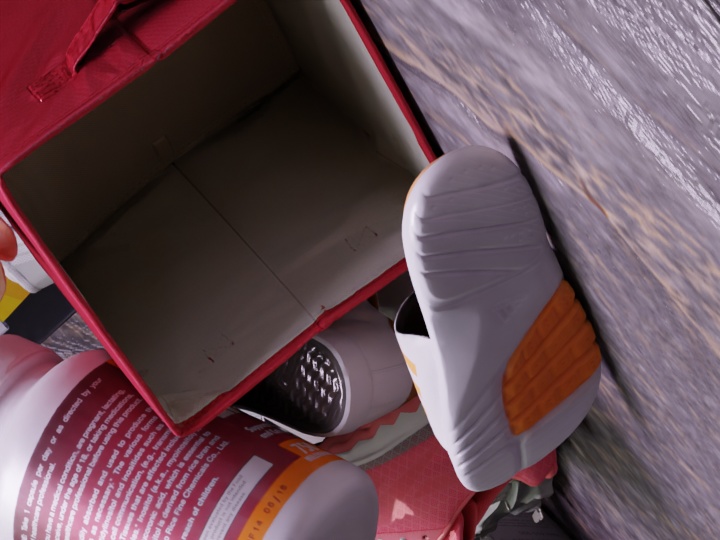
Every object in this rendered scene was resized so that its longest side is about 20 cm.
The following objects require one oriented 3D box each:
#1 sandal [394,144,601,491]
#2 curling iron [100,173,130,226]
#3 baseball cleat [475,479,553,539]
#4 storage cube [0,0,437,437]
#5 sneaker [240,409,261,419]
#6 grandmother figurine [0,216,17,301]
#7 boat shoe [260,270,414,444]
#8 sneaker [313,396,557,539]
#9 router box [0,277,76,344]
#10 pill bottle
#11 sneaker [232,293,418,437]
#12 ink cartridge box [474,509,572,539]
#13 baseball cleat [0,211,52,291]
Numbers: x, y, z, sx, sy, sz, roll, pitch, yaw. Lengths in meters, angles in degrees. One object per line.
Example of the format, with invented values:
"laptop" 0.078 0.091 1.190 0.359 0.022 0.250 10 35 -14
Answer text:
"sandal" 0.050 0.009 1.266 0.059 0.079 0.207 48 162 40
"curling iron" -0.120 -0.099 1.465 0.049 0.201 0.026 25 -158 23
"baseball cleat" 0.062 0.085 1.594 0.107 0.069 0.200 62 167 12
"storage cube" -0.089 -0.071 1.354 0.180 0.171 0.200 45 170 52
"sneaker" -0.023 0.041 1.663 0.071 0.099 0.201 7 118 63
"grandmother figurine" -0.200 -0.027 1.400 0.200 0.060 0.122 -132 35 -72
"boat shoe" 0.000 0.000 1.512 0.074 0.093 0.200 27 138 3
"sneaker" 0.013 0.114 1.480 0.087 0.200 0.074 59 -154 7
"router box" -0.204 -0.047 1.758 0.149 0.200 0.051 52 167 -20
"pill bottle" -0.100 0.106 1.395 0.199 0.113 0.113 24 161 21
"sneaker" -0.044 0.031 1.449 0.200 0.084 0.073 24 118 43
"ink cartridge box" 0.080 0.211 1.659 0.146 0.083 0.200 6 -157 -33
"baseball cleat" -0.145 -0.032 1.719 0.199 0.107 0.070 17 -162 -18
